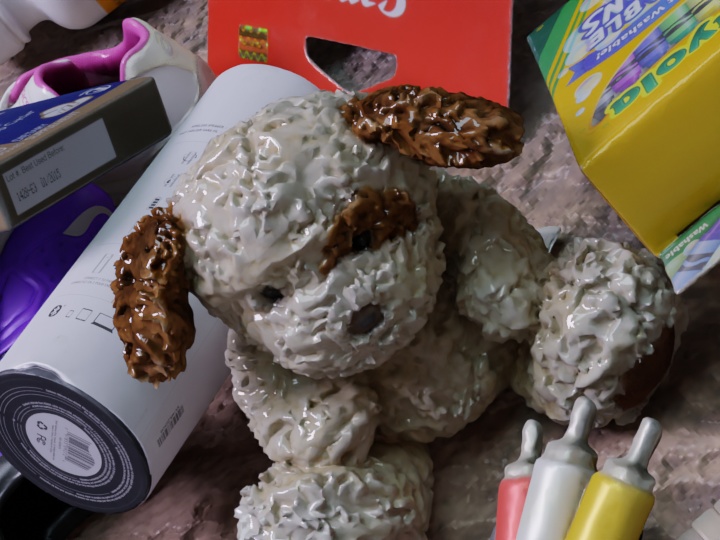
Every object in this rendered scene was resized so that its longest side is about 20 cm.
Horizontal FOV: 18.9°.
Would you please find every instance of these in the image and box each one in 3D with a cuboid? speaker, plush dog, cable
[{"bbox_3d":[-0.075,0.002,0.906,0.081,0.082,0.200,0,42,33],"label":"speaker"},{"bbox_3d":[0.000,0.000,0.826,0.199,0.172,0.161,-33,45,6],"label":"plush dog"},{"bbox_3d":[0.053,0.144,0.749,0.097,0.050,0.201,-10,58,60],"label":"cable"}]

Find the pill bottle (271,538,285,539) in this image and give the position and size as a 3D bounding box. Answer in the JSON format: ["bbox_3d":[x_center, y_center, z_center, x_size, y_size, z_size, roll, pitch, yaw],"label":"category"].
[{"bbox_3d":[-0.049,0.198,0.743,0.112,0.113,0.201,15,65,40],"label":"pill bottle"}]

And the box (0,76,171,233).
[{"bbox_3d":[-0.194,-0.036,0.946,0.199,0.033,0.121,-12,16,33],"label":"box"}]

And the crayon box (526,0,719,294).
[{"bbox_3d":[0.136,-0.084,0.827,0.126,0.052,0.200,-40,20,13],"label":"crayon box"}]

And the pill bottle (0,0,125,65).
[{"bbox_3d":[-0.140,-0.196,1.118,0.200,0.111,0.111,-39,44,0],"label":"pill bottle"}]

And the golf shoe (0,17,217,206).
[{"bbox_3d":[-0.154,-0.058,1.033,0.199,0.092,0.076,-26,47,15],"label":"golf shoe"}]

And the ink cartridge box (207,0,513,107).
[{"bbox_3d":[-0.015,-0.153,0.973,0.199,0.043,0.175,17,111,41],"label":"ink cartridge box"}]

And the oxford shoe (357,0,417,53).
[{"bbox_3d":[0.001,-0.185,1.044,0.070,0.074,0.201,-27,45,12],"label":"oxford shoe"}]

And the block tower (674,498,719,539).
[{"bbox_3d":[0.188,0.070,0.734,0.200,0.054,0.058,-41,43,-2],"label":"block tower"}]

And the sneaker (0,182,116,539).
[{"bbox_3d":[-0.130,0.056,0.944,0.099,0.070,0.201,6,67,35],"label":"sneaker"}]
